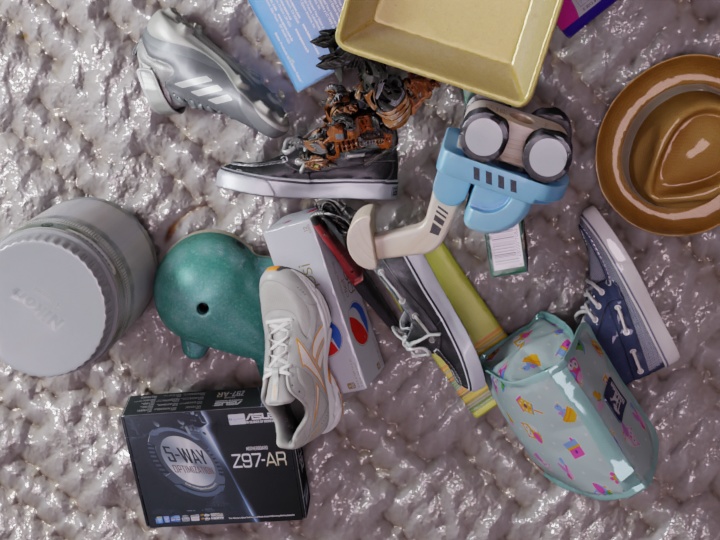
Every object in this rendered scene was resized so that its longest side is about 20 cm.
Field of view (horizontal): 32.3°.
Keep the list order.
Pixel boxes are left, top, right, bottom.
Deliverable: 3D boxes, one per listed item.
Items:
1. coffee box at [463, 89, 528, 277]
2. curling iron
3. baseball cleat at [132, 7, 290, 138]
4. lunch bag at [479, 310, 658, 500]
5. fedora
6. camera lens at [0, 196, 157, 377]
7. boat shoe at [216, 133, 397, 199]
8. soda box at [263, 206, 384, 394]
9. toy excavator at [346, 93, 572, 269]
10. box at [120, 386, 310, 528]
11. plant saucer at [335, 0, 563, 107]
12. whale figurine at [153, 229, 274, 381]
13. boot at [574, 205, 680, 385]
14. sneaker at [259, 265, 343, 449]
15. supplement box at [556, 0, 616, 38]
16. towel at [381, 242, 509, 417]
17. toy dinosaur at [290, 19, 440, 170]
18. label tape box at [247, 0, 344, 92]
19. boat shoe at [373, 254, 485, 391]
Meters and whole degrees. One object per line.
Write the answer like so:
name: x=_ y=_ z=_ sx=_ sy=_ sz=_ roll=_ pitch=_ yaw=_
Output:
coffee box: x=0.144 y=-0.105 z=1.315 sx=0.043 sy=0.123 sz=0.204 roll=-8 pitch=102 yaw=9
curling iron: x=0.000 y=0.000 z=1.364 sx=0.049 sy=0.026 sz=0.201 roll=-2 pitch=133 yaw=30
baseball cleat: x=-0.164 y=-0.191 z=1.347 sx=0.200 sy=0.070 sz=0.107 roll=45 pitch=113 yaw=14
lunch bag: x=0.225 y=0.147 z=1.322 sx=0.121 sy=0.200 sz=0.172 roll=-34 pitch=99 yaw=-6
fedora: x=0.345 y=-0.125 z=1.308 sx=0.197 sy=0.082 sz=0.204 roll=2 pitch=104 yaw=6
camera lens: x=-0.314 y=0.014 z=1.349 sx=0.157 sy=0.200 sz=0.163 roll=1 pitch=104 yaw=5
boat shoe: x=-0.057 y=-0.114 z=1.350 sx=0.195 sy=0.074 sz=0.069 roll=2 pitch=98 yaw=3
soda box: x=-0.039 y=0.035 z=1.390 sx=0.063 sy=0.068 sz=0.203 roll=-14 pitch=103 yaw=24
toy excavator: x=0.098 y=-0.074 z=1.223 sx=0.191 sy=0.100 sz=0.203 roll=18 pitch=113 yaw=1
box: x=-0.166 y=0.218 z=1.451 sx=0.196 sy=0.044 sz=0.163 roll=-4 pitch=117 yaw=6
plant saucer: x=0.095 y=-0.280 z=1.165 sx=0.197 sy=0.049 sz=0.203 roll=18 pitch=112 yaw=2
whale figurine: x=-0.143 y=0.050 z=1.391 sx=0.159 sy=0.104 sz=0.200 roll=-41 pitch=102 yaw=13
boot: x=0.267 y=0.036 z=1.362 sx=0.089 sy=0.073 sz=0.202 roll=-29 pitch=100 yaw=6
sneaker: x=-0.074 y=0.097 z=1.334 sx=0.075 sy=0.092 sz=0.203 roll=-5 pitch=108 yaw=31
supplement box: x=0.193 y=-0.354 z=1.242 sx=0.200 sy=0.104 sz=0.101 roll=49 pitch=129 yaw=-9
towel: x=0.111 y=0.065 z=1.417 sx=0.085 sy=0.018 sz=0.201 roll=-34 pitch=98 yaw=8
toy dinosaur: x=0.012 y=-0.186 z=1.275 sx=0.199 sy=0.102 sz=0.137 roll=-40 pitch=116 yaw=-12
label tape box: x=-0.013 y=-0.301 z=1.311 sx=0.198 sy=0.066 sz=0.145 roll=-28 pitch=101 yaw=8
boat shoe: x=0.070 y=0.057 z=1.355 sx=0.067 sy=0.074 sz=0.201 roll=-31 pitch=113 yaw=-4
